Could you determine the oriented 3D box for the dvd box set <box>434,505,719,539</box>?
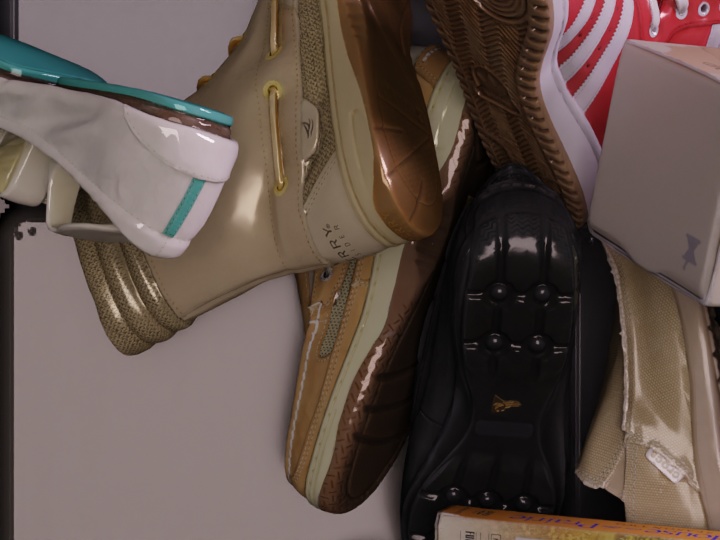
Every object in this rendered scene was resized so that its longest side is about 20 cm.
[{"bbox_3d":[0.123,0.172,0.738,0.198,0.029,0.148,2,94,22],"label":"dvd box set"}]

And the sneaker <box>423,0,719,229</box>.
[{"bbox_3d":[0.087,-0.116,0.742,0.071,0.201,0.112,34,70,33],"label":"sneaker"}]

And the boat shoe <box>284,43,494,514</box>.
[{"bbox_3d":[0.000,0.000,0.819,0.076,0.072,0.202,17,83,20],"label":"boat shoe"}]

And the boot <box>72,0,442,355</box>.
[{"bbox_3d":[-0.053,-0.074,0.799,0.154,0.073,0.202,-24,58,23],"label":"boot"}]

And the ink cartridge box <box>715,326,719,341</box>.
[{"bbox_3d":[0.272,0.031,0.842,0.199,0.047,0.198,39,90,-1],"label":"ink cartridge box"}]

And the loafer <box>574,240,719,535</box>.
[{"bbox_3d":[0.119,0.064,0.782,0.068,0.076,0.202,-13,81,13],"label":"loafer"}]

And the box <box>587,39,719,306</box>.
[{"bbox_3d":[0.197,-0.034,0.731,0.198,0.095,0.079,2,108,-25],"label":"box"}]

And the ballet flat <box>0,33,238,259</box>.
[{"bbox_3d":[-0.118,-0.050,0.749,0.069,0.199,0.070,-12,112,-33],"label":"ballet flat"}]

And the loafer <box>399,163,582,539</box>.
[{"bbox_3d":[0.055,0.052,0.795,0.067,0.071,0.202,6,121,-2],"label":"loafer"}]
